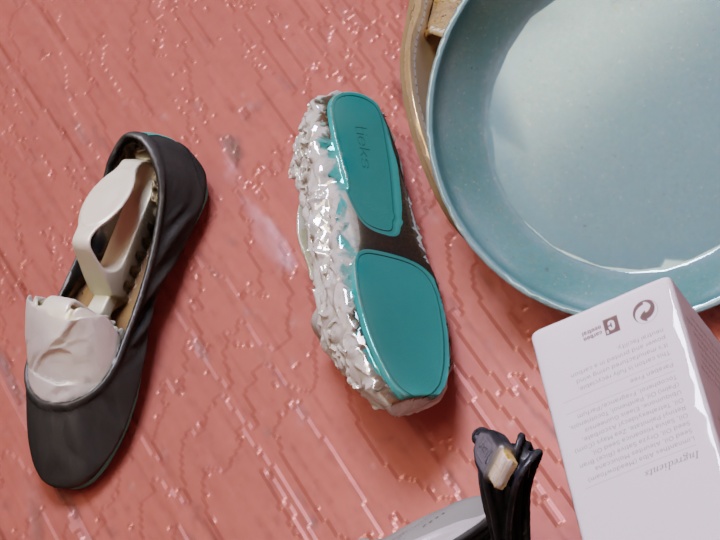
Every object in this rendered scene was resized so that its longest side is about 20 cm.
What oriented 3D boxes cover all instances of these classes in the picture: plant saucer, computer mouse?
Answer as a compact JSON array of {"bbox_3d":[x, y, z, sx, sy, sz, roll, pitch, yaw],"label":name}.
[{"bbox_3d":[0.132,-0.074,1.156,0.199,0.036,0.201,-1,86,11],"label":"plant saucer"},{"bbox_3d":[0.080,0.145,0.996,0.046,0.141,0.200,-8,17,2],"label":"computer mouse"}]

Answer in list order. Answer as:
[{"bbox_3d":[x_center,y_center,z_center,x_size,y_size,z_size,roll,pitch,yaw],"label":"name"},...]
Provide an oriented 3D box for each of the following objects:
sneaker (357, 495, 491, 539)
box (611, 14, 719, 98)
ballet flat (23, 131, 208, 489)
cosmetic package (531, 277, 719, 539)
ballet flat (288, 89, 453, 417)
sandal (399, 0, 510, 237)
[{"bbox_3d":[-0.021,0.150,1.128,0.200,0.076,0.092,-32,48,7],"label":"sneaker"},{"bbox_3d":[0.150,-0.167,1.237,0.119,0.041,0.200,-33,55,8],"label":"box"},{"bbox_3d":[-0.142,0.014,1.274,0.068,0.068,0.201,4,66,30],"label":"ballet flat"},{"bbox_3d":[0.143,0.117,1.038,0.071,0.101,0.201,-24,53,16],"label":"cosmetic package"},{"bbox_3d":[0.000,0.000,1.217,0.072,0.072,0.201,-22,53,16],"label":"ballet flat"},{"bbox_3d":[0.065,-0.118,1.231,0.069,0.078,0.212,-24,49,22],"label":"sandal"}]
